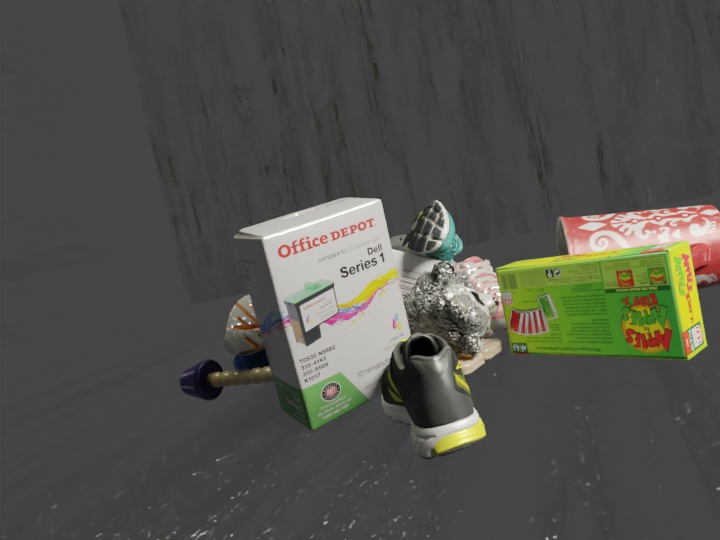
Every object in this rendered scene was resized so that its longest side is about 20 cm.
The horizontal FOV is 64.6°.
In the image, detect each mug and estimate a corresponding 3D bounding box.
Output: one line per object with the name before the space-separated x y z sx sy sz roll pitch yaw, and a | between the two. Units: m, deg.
mug | 0.383 -0.007 0.777 0.195 0.135 0.179 -8 37 13

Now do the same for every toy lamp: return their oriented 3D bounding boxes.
toy lamp | -0.164 0.145 0.775 0.196 0.060 0.058 -10 4 27

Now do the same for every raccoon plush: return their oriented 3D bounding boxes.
raccoon plush | 0.082 0.081 0.707 0.200 0.097 0.134 -44 9 21

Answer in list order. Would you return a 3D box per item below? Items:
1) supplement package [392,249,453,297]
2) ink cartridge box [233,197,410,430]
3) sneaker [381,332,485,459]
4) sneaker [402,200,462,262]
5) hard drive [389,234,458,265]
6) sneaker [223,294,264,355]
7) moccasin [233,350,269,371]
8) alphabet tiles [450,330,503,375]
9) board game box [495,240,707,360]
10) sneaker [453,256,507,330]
supplement package | 0.058 0.033 0.927 0.115 0.120 0.200 12 0 -9
ink cartridge box | -0.033 0.038 0.608 0.143 0.204 0.083 -20 14 -28
sneaker | 0.059 0.093 0.510 0.073 0.087 0.200 -12 3 -9
sneaker | 0.116 -0.051 0.835 0.078 0.079 0.200 26 3 -2
hard drive | 0.149 0.000 1.036 0.027 0.198 0.132 -58 12 -7
sneaker | -0.139 0.068 0.839 0.078 0.078 0.200 -50 -1 34
moccasin | -0.108 0.111 0.906 0.196 0.082 0.068 -12 -5 -18
alphabet tiles | 0.076 0.112 0.726 0.197 0.015 0.194 -10 7 42
board game box | 0.243 0.035 0.602 0.047 0.104 0.198 -15 4 -37
sneaker | 0.181 0.031 0.826 0.074 0.107 0.199 -1 -2 -23
